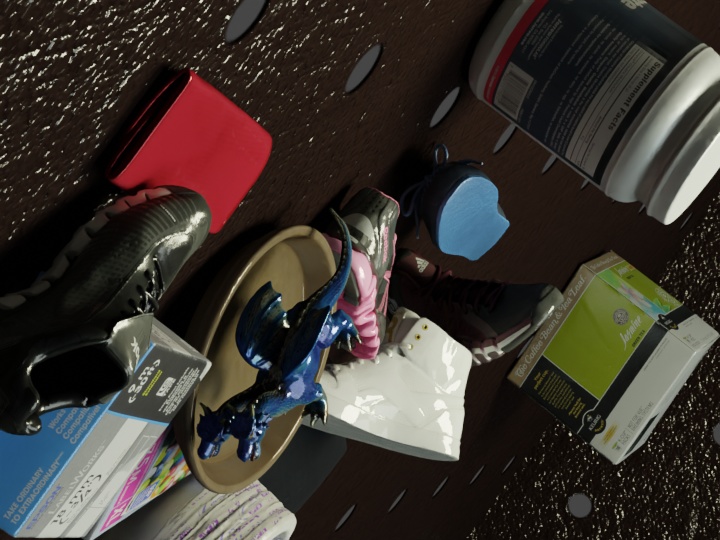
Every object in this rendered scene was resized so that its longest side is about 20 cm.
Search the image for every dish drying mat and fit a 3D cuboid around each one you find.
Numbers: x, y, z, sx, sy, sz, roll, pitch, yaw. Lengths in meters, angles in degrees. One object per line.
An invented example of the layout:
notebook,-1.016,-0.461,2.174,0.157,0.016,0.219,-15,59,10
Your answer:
dish drying mat,-0.098,-0.068,1.197,0.077,0.018,0.200,-52,166,1

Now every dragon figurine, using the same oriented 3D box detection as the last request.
dragon figurine,-0.047,0.047,1.396,0.202,0.058,0.099,-67,156,-7

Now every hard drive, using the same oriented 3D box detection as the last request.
hard drive,-0.082,0.175,1.759,0.200,0.042,0.136,-44,150,-31

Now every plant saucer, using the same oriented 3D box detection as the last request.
plant saucer,-0.077,0.061,1.450,0.200,0.029,0.202,-45,145,-44

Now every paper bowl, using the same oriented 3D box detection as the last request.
paper bowl,-0.150,0.234,1.576,0.201,0.104,0.201,-46,169,-12

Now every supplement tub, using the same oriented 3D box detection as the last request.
supplement tub,0.198,-0.145,1.599,0.141,0.199,0.141,-48,166,-16

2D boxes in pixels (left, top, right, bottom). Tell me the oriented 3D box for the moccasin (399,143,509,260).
moccasin,0.072,-0.054,1.699,0.080,0.068,0.200,-44,165,-3

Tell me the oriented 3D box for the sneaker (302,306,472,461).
sneaker,0.005,0.083,1.717,0.073,0.199,0.117,-9,-114,58

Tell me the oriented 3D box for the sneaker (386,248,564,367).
sneaker,0.082,0.023,1.789,0.199,0.116,0.076,-26,-169,48

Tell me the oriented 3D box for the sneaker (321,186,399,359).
sneaker,0.000,0.000,1.602,0.096,0.078,0.200,-59,171,-22

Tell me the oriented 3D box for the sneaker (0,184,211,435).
sneaker,-0.140,0.027,1.095,0.200,0.090,0.067,-37,145,-34

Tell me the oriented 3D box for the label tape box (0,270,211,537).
label tape box,-0.178,0.088,1.222,0.145,0.063,0.200,-53,167,0

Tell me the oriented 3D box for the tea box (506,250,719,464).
tea box,0.342,0.115,2.741,0.201,0.196,0.133,-57,165,22

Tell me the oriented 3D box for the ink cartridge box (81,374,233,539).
ink cartridge box,-0.133,0.111,1.488,0.200,0.042,0.120,-34,158,-57
